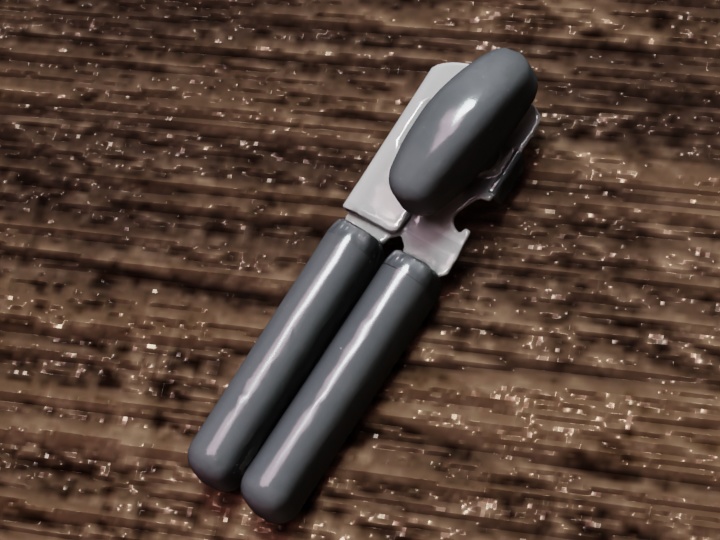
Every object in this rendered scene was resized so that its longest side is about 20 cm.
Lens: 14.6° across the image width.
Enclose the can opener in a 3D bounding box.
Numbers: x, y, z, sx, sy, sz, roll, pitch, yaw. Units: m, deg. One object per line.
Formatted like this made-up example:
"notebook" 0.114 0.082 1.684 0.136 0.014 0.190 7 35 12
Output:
"can opener" 0.000 0.000 1.078 0.053 0.066 0.201 29 82 25
